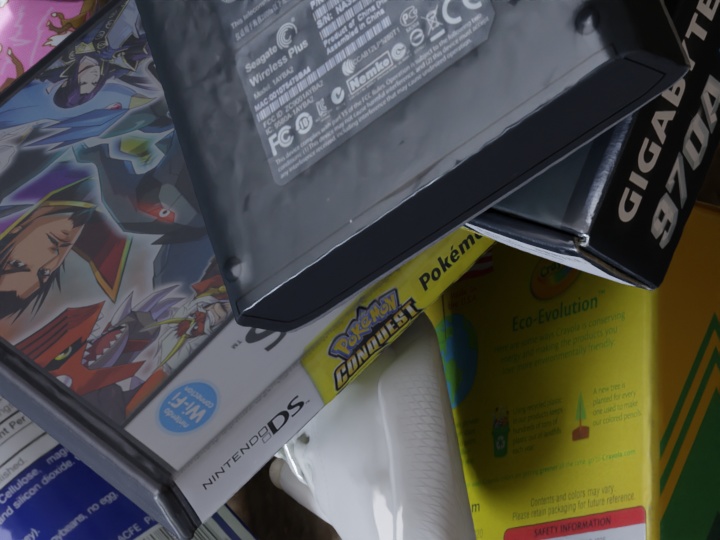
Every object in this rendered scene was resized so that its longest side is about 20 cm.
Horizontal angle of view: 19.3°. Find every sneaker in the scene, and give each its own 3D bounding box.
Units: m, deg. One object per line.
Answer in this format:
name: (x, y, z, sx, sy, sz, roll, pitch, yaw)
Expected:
sneaker: (-0.017, 0.036, 0.665, 0.201, 0.088, 0.076, -105, 2, -46)

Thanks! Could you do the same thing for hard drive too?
hard drive: (-0.007, -0.104, 0.571, 0.139, 0.033, 0.201, -33, 64, 31)

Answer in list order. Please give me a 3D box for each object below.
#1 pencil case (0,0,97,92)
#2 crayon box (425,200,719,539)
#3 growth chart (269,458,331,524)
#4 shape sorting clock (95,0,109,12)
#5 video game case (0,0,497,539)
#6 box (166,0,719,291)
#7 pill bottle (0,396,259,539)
pencil case: (-0.169, -0.064, 0.864, 0.201, 0.082, 0.087, -64, 36, 36)
crayon box: (0.069, 0.057, 0.669, 0.127, 0.051, 0.201, -19, 65, 54)
growth chart: (0.000, 0.000, 0.797, 0.145, 0.018, 0.201, 164, 115, -72)
shape sorting clock: (-0.081, -0.062, 0.828, 0.200, 0.039, 0.201, -20, 65, 50)
video game case: (-0.052, -0.026, 0.678, 0.181, 0.026, 0.200, -43, 45, -17)
box: (0.048, -0.111, 0.597, 0.158, 0.046, 0.201, 21, 87, 39)
pill bottle: (-0.126, 0.094, 0.826, 0.200, 0.115, 0.116, 46, 122, 18)
